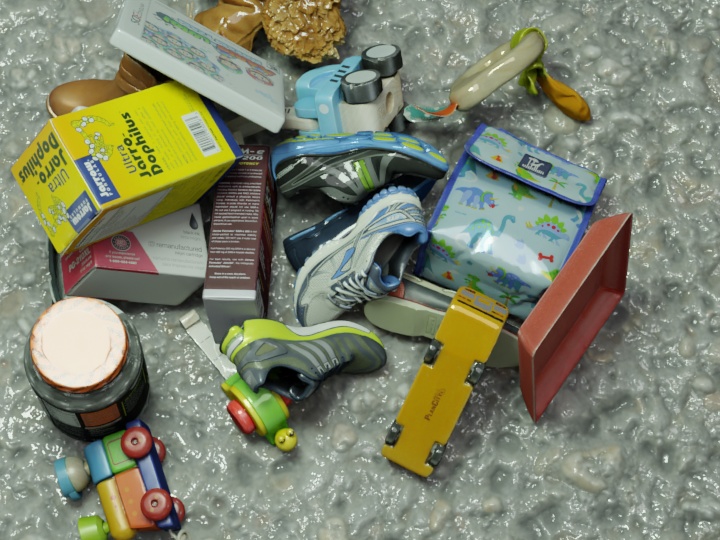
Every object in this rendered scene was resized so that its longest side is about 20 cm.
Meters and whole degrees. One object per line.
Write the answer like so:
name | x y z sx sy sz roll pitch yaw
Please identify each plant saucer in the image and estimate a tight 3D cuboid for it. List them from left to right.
plant saucer | 0.231 0.048 1.648 0.037 0.200 0.200 30 71 20

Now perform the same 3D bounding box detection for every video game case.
video game case | -0.173 -0.232 1.625 0.200 0.182 0.024 28 109 -15

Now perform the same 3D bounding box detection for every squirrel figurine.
squirrel figurine | -0.112 -0.314 1.760 0.200 0.142 0.187 22 77 25

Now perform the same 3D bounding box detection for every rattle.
rattle | 0.161 -0.188 1.771 0.200 0.130 0.143 -46 121 -34

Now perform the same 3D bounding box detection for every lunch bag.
lunch bag | 0.177 -0.064 1.723 0.170 0.128 0.200 25 59 6

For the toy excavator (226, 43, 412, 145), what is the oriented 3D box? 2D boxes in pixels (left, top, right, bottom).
toy excavator | -0.062 -0.182 1.746 0.199 0.100 0.195 3 34 24

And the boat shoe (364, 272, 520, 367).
boat shoe | 0.104 0.052 1.701 0.199 0.071 0.063 18 45 5

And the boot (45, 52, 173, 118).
boot | -0.268 -0.213 1.714 0.199 0.155 0.074 4 71 -3

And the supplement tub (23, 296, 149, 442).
supplement tub | -0.289 0.104 1.580 0.122 0.200 0.123 2 70 -5

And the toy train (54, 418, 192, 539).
toy train | -0.248 0.271 1.593 0.115 0.085 0.200 -20 74 0

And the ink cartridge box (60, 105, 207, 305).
ink cartridge box | -0.260 -0.072 1.668 0.144 0.084 0.201 6 61 -36

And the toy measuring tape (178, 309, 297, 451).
toy measuring tape | -0.135 0.118 1.657 0.073 0.074 0.200 -36 78 -15

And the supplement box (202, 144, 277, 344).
supplement box | -0.132 -0.029 1.665 0.061 0.109 0.201 1 60 3

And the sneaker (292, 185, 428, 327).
sneaker | 0.000 0.000 1.658 0.200 0.077 0.085 -50 42 19

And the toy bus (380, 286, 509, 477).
toy bus | 0.092 0.123 1.639 0.065 0.078 0.200 25 110 4

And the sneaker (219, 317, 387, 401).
sneaker | -0.056 0.105 1.634 0.199 0.074 0.081 1 48 -31

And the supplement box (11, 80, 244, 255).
supplement box | -0.243 -0.113 1.570 0.200 0.109 0.110 -26 81 -43

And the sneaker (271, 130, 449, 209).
sneaker | 0.000 -0.112 1.681 0.199 0.071 0.083 -2 106 2

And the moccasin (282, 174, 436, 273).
moccasin | -0.002 -0.070 1.728 0.200 0.081 0.068 -35 73 -16

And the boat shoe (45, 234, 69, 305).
boat shoe | -0.320 -0.036 1.699 0.075 0.060 0.201 -5 72 -6
